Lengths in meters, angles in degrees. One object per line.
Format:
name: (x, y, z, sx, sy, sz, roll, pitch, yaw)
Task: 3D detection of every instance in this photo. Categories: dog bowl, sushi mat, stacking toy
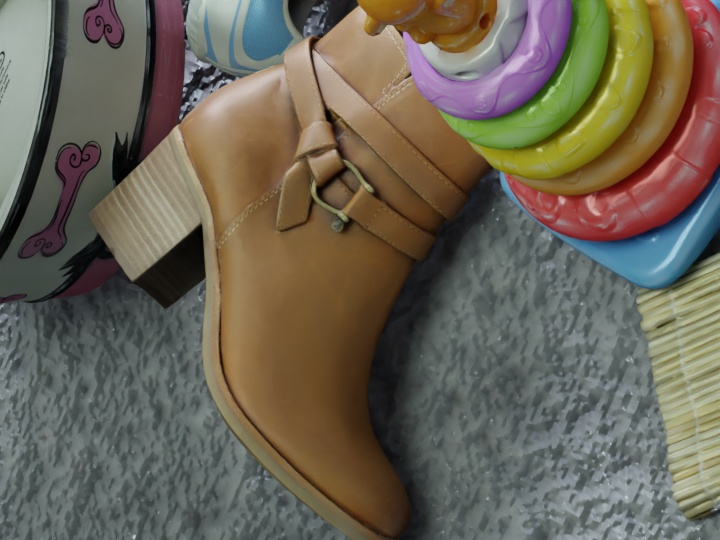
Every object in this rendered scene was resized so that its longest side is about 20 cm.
dog bowl: (-0.146, -0.075, 1.293, 0.200, 0.074, 0.201, -25, 60, 56)
sushi mat: (0.190, 0.014, 1.064, 0.200, 0.012, 0.096, -26, 62, 32)
stacking toy: (0.059, -0.081, 1.074, 0.110, 0.200, 0.116, 37, 100, 39)

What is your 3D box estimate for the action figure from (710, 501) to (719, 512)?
action figure: (0.181, 0.131, 0.988, 0.130, 0.069, 0.200, -21, 49, 27)

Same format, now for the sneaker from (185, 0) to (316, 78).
sneaker: (-0.015, -0.174, 1.259, 0.072, 0.072, 0.201, 16, 83, 7)

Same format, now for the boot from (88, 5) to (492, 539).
boot: (0.000, 0.000, 1.186, 0.155, 0.074, 0.200, -37, 78, 4)
